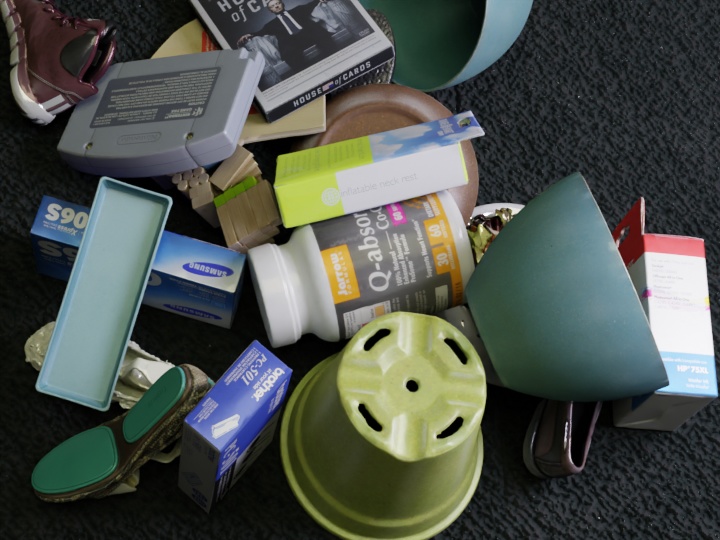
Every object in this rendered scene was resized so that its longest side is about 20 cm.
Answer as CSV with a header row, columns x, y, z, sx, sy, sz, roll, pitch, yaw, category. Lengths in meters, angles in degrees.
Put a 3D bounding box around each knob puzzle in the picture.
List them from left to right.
x,y,z,sx,sy,sz,roll,pitch,yaw,category
-0.134,-0.198,1.430,0.216,0.031,0.222,-3,56,5,knob puzzle

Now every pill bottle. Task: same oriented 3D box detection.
x,y,z,sx,sy,sz,roll,pitch,yaw,category
0.000,0.000,1.289,0.197,0.117,0.118,-16,70,-8,pill bottle

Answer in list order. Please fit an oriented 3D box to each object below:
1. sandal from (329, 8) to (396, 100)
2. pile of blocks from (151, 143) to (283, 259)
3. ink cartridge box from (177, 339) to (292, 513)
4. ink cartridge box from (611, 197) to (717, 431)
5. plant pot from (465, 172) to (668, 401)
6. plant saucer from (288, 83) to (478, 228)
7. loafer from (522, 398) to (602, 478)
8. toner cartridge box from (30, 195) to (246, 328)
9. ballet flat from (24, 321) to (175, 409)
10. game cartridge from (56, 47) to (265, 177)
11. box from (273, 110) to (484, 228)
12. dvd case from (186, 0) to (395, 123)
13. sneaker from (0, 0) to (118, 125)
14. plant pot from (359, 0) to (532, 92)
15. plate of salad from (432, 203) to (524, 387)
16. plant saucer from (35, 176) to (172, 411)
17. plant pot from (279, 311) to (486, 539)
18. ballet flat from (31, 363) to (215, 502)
x,y,z,sx,sy,sz,roll,pitch,yaw,category
0.002,-0.171,1.437,0.074,0.045,0.203,-1,85,8,sandal
-0.137,-0.083,1.348,0.082,0.062,0.200,-49,58,-3,pile of blocks
-0.113,0.141,1.201,0.044,0.200,0.094,38,67,9,ink cartridge box
0.291,0.043,1.351,0.066,0.116,0.203,5,67,-8,ink cartridge box
0.170,0.033,1.215,0.133,0.200,0.202,-23,70,7,plant pot
0.020,-0.094,1.381,0.197,0.037,0.203,0,81,3,plant saucer
0.218,0.106,1.325,0.071,0.063,0.202,28,73,-27,loafer
-0.210,-0.006,1.309,0.197,0.095,0.044,16,66,-1,toner cartridge box
-0.219,0.090,1.282,0.198,0.072,0.072,22,65,2,ballet flat
-0.197,-0.152,1.348,0.197,0.042,0.135,-2,57,26,game cartridge
0.019,-0.098,1.301,0.197,0.122,0.048,-13,107,2,box
-0.076,-0.255,1.424,0.149,0.025,0.201,-29,58,-9,dvd case
-0.301,-0.255,1.393,0.114,0.076,0.203,-17,77,16,sneaker
0.105,-0.296,1.445,0.134,0.200,0.202,-14,67,-40,plant pot
0.156,0.019,1.379,0.197,0.048,0.203,3,67,-7,plate of salad
-0.231,0.021,1.246,0.069,0.019,0.203,17,84,-1,plant saucer
0.032,0.129,1.238,0.197,0.185,0.203,3,66,-7,plant pot
-0.203,0.159,1.238,0.199,0.075,0.068,-36,45,16,ballet flat
